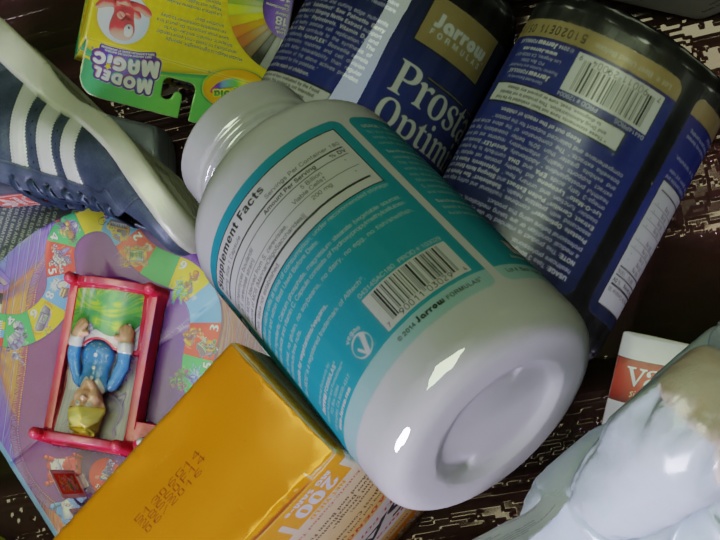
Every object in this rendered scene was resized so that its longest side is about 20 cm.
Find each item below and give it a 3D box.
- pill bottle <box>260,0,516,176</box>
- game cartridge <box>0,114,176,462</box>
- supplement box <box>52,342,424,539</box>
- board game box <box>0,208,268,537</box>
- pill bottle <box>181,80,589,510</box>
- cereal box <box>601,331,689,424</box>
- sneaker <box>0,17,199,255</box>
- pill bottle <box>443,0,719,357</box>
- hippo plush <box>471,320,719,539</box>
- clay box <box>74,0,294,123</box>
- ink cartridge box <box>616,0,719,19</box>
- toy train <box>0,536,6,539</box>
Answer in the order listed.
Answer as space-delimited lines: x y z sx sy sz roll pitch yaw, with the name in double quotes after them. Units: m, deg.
0.014 -0.111 0.782 0.111 0.112 0.201 27 87 19 "pill bottle"
-0.183 0.004 0.853 0.132 0.041 0.202 14 83 21 "game cartridge"
-0.044 0.118 0.703 0.073 0.200 0.126 43 93 20 "supplement box"
-0.137 0.057 0.791 0.157 0.039 0.201 -37 76 3 "board game box"
0.000 0.000 0.642 0.111 0.111 0.200 -44 57 3 "pill bottle"
0.178 0.142 0.721 0.142 0.040 0.202 11 82 17 "cereal box"
-0.167 -0.054 0.807 0.200 0.075 0.085 41 88 28 "sneaker"
0.092 -0.024 0.735 0.111 0.112 0.201 28 87 19 "pill bottle"
0.153 0.114 0.560 0.199 0.159 0.161 -37 80 -15 "hippo plush"
-0.093 -0.180 0.831 0.114 0.048 0.202 13 80 -18 "clay box"
0.120 -0.222 0.732 0.083 0.198 0.147 -21 67 57 "ink cartridge box"
-0.200 0.195 0.799 0.116 0.198 0.085 -112 35 -45 "toy train"
